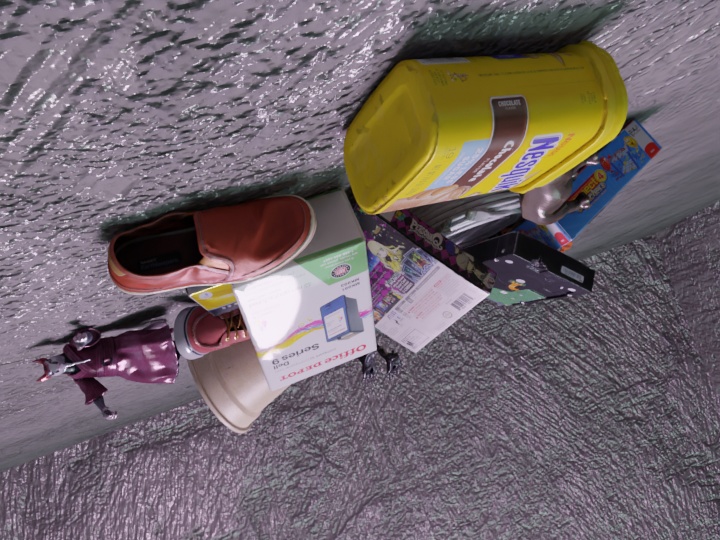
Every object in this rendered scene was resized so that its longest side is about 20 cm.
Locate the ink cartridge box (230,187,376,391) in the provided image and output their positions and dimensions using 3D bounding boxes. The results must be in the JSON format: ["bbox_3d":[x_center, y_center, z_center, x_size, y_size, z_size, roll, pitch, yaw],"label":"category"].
[{"bbox_3d":[-0.063,0.028,0.716,0.142,0.089,0.203,-19,142,-10],"label":"ink cartridge box"}]

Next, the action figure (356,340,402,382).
[{"bbox_3d":[-0.015,0.105,1.105,0.116,0.201,0.104,-8,136,-33],"label":"action figure"}]

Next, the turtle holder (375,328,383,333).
[{"bbox_3d":[0.063,0.058,1.313,0.128,0.145,0.186,0,-156,-20],"label":"turtle holder"}]

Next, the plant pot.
[{"bbox_3d":[-0.182,0.154,1.155,0.181,0.204,0.200,-31,169,5],"label":"plant pot"}]

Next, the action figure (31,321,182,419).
[{"bbox_3d":[-0.350,0.113,0.897,0.194,0.138,0.149,-2,-154,-24],"label":"action figure"}]

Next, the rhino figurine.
[{"bbox_3d":[0.216,-0.122,0.716,0.086,0.061,0.201,-26,147,-2],"label":"rhino figurine"}]

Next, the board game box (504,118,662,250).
[{"bbox_3d":[0.297,-0.096,0.916,0.195,0.056,0.200,-42,176,-17],"label":"board game box"}]

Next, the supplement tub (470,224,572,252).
[{"bbox_3d":[0.243,-0.047,1.074,0.195,0.126,0.123,-21,170,1],"label":"supplement tub"}]

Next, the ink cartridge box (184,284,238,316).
[{"bbox_3d":[-0.115,-0.001,0.826,0.195,0.048,0.198,-18,170,-7],"label":"ink cartridge box"}]

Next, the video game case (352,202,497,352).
[{"bbox_3d":[0.042,0.008,0.779,0.036,0.179,0.200,-59,-176,-33],"label":"video game case"}]

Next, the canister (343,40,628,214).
[{"bbox_3d":[0.098,-0.115,0.530,0.195,0.089,0.148,-13,168,-29],"label":"canister"}]

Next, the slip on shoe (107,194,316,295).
[{"bbox_3d":[-0.133,-0.026,0.584,0.194,0.076,0.061,-13,166,-11],"label":"slip on shoe"}]

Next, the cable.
[{"bbox_3d":[0.136,-0.077,0.861,0.196,0.071,0.199,-15,170,-34],"label":"cable"}]

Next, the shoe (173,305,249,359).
[{"bbox_3d":[-0.196,0.077,0.951,0.088,0.074,0.200,-14,-179,11],"label":"shoe"}]

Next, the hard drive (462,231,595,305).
[{"bbox_3d":[0.211,0.003,0.907,0.137,0.039,0.199,23,162,-18],"label":"hard drive"}]
